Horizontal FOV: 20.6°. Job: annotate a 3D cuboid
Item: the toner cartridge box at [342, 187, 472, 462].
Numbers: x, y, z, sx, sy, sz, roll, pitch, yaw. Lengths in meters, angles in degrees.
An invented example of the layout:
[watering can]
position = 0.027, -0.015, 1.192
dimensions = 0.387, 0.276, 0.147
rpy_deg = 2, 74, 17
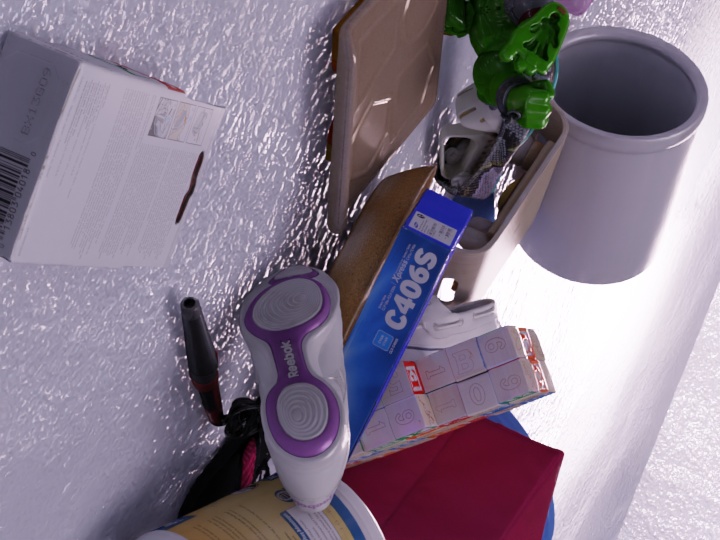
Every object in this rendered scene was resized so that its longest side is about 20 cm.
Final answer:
[toner cartridge box]
position = 0.019, 0.043, 1.508
dimensions = 0.201, 0.043, 0.095
rpy_deg = -65, 176, 23

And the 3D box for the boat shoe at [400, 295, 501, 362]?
[boat shoe]
position = 0.050, 0.052, 1.738
dimensions = 0.199, 0.073, 0.066
rpy_deg = -1, 89, -51

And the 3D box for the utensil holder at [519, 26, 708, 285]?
[utensil holder]
position = 0.240, -0.109, 1.955
dimensions = 0.170, 0.169, 0.201
rpy_deg = -50, 157, -41

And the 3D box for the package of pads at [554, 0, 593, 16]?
[package of pads]
position = 0.190, -0.326, 1.691
dimensions = 0.121, 0.075, 0.201
rpy_deg = -58, 160, -30

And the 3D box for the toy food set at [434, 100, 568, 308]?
[toy food set]
position = 0.119, -0.052, 1.832
dimensions = 0.201, 0.060, 0.144
rpy_deg = -54, 169, -29

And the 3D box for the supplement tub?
[supplement tub]
position = -0.089, 0.237, 1.412
dimensions = 0.199, 0.144, 0.146
rpy_deg = -21, 135, -40

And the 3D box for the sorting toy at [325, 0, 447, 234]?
[sorting toy]
position = 0.017, -0.154, 1.483
dimensions = 0.186, 0.036, 0.201
rpy_deg = 95, 21, -45

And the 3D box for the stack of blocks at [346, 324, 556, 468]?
[stack of blocks]
position = 0.050, 0.107, 1.636
dimensions = 0.115, 0.198, 0.059
rpy_deg = 8, 62, -70

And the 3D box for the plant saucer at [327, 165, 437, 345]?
[plant saucer]
position = 0.000, 0.000, 1.552
dimensions = 0.202, 0.035, 0.200
rpy_deg = -63, 177, -5

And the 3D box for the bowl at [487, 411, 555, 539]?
[bowl]
position = 0.105, 0.205, 1.919
dimensions = 0.039, 0.200, 0.202
rpy_deg = -22, 138, -33

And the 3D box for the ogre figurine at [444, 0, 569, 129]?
[ogre figurine]
position = 0.118, -0.204, 1.552
dimensions = 0.097, 0.202, 0.120
rpy_deg = -19, 177, -17

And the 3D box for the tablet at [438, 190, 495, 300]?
[tablet]
position = 0.094, -0.029, 1.880
dimensions = 0.131, 0.014, 0.201
rpy_deg = -58, 159, -25

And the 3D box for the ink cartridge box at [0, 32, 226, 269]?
[ink cartridge box]
position = -0.147, -0.060, 1.093
dimensions = 0.110, 0.050, 0.200
rpy_deg = -69, 163, 5

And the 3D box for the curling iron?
[curling iron]
position = -0.101, 0.067, 1.403
dimensions = 0.201, 0.049, 0.026
rpy_deg = 72, 3, -58

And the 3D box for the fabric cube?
[fabric cube]
position = 0.046, 0.251, 1.782
dimensions = 0.199, 0.199, 0.198
rpy_deg = -46, 152, -47

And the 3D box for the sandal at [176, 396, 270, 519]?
[sandal]
position = -0.089, 0.163, 1.536
dimensions = 0.201, 0.045, 0.075
rpy_deg = -58, 160, -27

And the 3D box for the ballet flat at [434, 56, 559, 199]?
[ballet flat]
position = 0.106, -0.122, 1.671
dimensions = 0.072, 0.072, 0.201
rpy_deg = -54, 176, -33

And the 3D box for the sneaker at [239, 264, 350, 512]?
[sneaker]
position = -0.047, 0.084, 1.428
dimensions = 0.100, 0.074, 0.201
rpy_deg = 84, 2, -46
